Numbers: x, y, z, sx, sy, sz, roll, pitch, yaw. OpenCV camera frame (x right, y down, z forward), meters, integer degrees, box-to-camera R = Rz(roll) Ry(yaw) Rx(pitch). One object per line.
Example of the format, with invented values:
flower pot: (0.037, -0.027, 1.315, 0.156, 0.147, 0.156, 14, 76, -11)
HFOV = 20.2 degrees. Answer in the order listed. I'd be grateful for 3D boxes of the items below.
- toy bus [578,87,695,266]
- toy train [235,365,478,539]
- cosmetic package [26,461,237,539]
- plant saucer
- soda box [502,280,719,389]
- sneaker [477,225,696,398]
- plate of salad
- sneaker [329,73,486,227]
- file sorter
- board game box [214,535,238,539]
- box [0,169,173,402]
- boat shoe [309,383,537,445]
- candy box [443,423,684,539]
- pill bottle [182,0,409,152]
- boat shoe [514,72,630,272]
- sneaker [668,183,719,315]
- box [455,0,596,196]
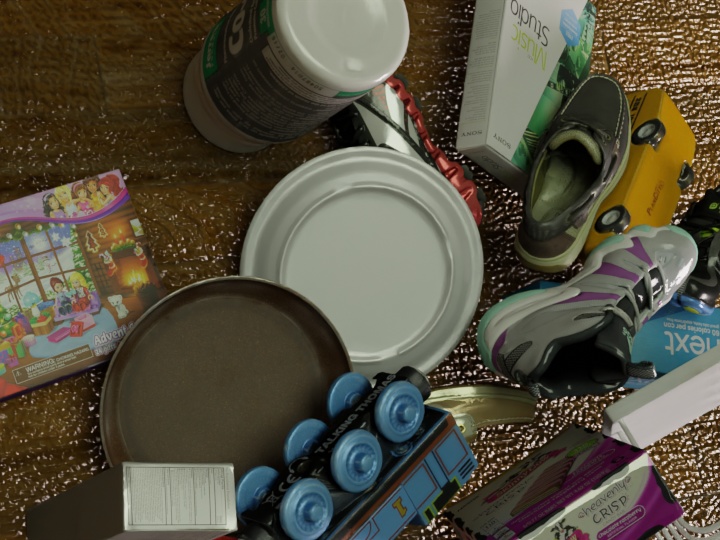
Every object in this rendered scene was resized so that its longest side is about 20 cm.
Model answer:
toy bus: (0.230, -0.067, 1.738, 0.065, 0.078, 0.200, 51, 47, -30)
toy train: (-0.006, 0.161, 1.491, 0.200, 0.087, 0.115, -45, 120, -27)
cosmetic package: (-0.163, 0.172, 1.405, 0.082, 0.200, 0.051, 6, 73, -27)
plant saucer: (-0.101, 0.101, 1.523, 0.199, 0.032, 0.201, -3, 101, -18)
soda box: (0.221, 0.059, 1.729, 0.199, 0.064, 0.068, 9, 72, -27)
sneaker: (0.203, 0.044, 1.581, 0.200, 0.140, 0.078, -31, 119, -10)
plate of salad: (0.000, 0.000, 1.614, 0.199, 0.048, 0.201, -2, 99, -13)
sneaker: (0.015, -0.096, 1.654, 0.098, 0.071, 0.201, -41, 99, -33)
file sorter: (0.284, 0.148, 1.620, 0.138, 0.200, 0.125, -30, 73, -3)
board game box: (-0.068, 0.296, 1.468, 0.151, 0.046, 0.201, 13, 52, -35)
box: (-0.246, 0.018, 1.497, 0.199, 0.039, 0.137, -20, 86, -32)
boat shoe: (0.050, 0.129, 1.615, 0.199, 0.074, 0.067, -3, 81, -19)
candy box: (0.151, 0.186, 1.553, 0.136, 0.200, 0.061, -33, 95, -7)
pill bottle: (-0.056, -0.163, 1.559, 0.113, 0.200, 0.114, 8, 72, -27)
boat shoe: (0.180, -0.091, 1.671, 0.071, 0.066, 0.201, 19, 59, 11)
sneaker: (0.295, -0.025, 1.749, 0.071, 0.083, 0.200, 24, 33, 13)
box: (0.145, -0.167, 1.736, 0.144, 0.036, 0.201, 30, 62, -47)
